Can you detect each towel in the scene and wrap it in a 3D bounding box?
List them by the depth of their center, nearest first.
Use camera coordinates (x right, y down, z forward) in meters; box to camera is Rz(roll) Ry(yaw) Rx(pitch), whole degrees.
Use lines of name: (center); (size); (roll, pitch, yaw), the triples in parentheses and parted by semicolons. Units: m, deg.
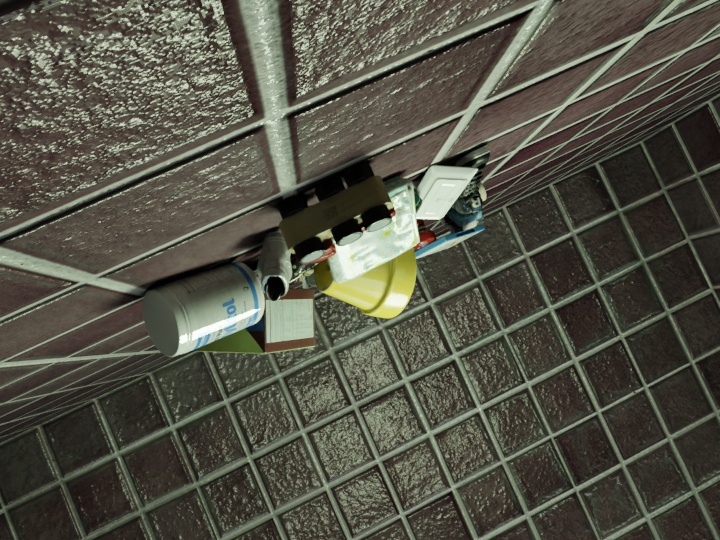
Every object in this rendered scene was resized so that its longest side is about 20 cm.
towel: (0.021, -0.075, 1.192); (0.198, 0.048, 0.173); (-27, 137, -11)

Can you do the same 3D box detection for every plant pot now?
plant pot: (0.000, 0.000, 1.431); (0.186, 0.204, 0.200); (10, 158, -29)

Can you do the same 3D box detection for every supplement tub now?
supplement tub: (-0.294, 0.070, 1.175); (0.199, 0.134, 0.131); (-23, 176, -44)

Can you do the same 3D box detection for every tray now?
tray: (0.166, -0.158, 1.319); (0.105, 0.023, 0.200); (-1, 156, -16)

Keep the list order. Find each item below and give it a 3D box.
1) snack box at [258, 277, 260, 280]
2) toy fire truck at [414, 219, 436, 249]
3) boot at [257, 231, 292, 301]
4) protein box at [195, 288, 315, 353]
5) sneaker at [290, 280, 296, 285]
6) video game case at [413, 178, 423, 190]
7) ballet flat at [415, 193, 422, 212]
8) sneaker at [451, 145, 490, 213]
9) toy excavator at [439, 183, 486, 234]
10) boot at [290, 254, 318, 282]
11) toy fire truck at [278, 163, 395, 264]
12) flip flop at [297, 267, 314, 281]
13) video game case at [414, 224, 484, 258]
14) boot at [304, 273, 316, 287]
snack box: (-0.329, 0.085, 1.633); (0.167, 0.069, 0.199); (-23, 176, -30)
toy fire truck: (0.100, -0.098, 1.611); (0.166, 0.114, 0.200); (-25, 176, 10)
boot: (-0.167, 0.016, 1.175); (0.072, 0.097, 0.201); (6, 153, -4)
protein box: (-0.234, 0.109, 1.393); (0.196, 0.138, 0.199); (-2, 177, 28)
sneaker: (-0.199, 0.016, 1.482); (0.084, 0.076, 0.200); (-30, 176, 12)
video game case: (0.037, -0.139, 1.350); (0.142, 0.018, 0.199); (-23, 175, -43)
ballet flat: (0.049, -0.088, 1.296); (0.199, 0.073, 0.072); (-33, 178, -14)
sneaker: (0.247, -0.188, 1.341); (0.072, 0.113, 0.200); (-24, 176, -16)
toy excavator: (0.294, -0.193, 1.756); (0.099, 0.202, 0.195); (-24, -140, -9)
boot: (-0.123, -0.041, 1.262); (0.202, 0.074, 0.154); (-30, 174, -6)
toy fire truck: (-0.031, -0.088, 1.018); (0.174, 0.130, 0.200); (-25, 166, 6)
flip flop: (-0.137, -0.022, 1.435); (0.057, 0.081, 0.200); (-42, 175, 8)
video game case: (0.238, -0.078, 1.709); (0.198, 0.018, 0.142); (-18, 171, -46)
boot: (-0.114, 0.000, 1.659); (0.165, 0.066, 0.200); (-46, -172, -26)
